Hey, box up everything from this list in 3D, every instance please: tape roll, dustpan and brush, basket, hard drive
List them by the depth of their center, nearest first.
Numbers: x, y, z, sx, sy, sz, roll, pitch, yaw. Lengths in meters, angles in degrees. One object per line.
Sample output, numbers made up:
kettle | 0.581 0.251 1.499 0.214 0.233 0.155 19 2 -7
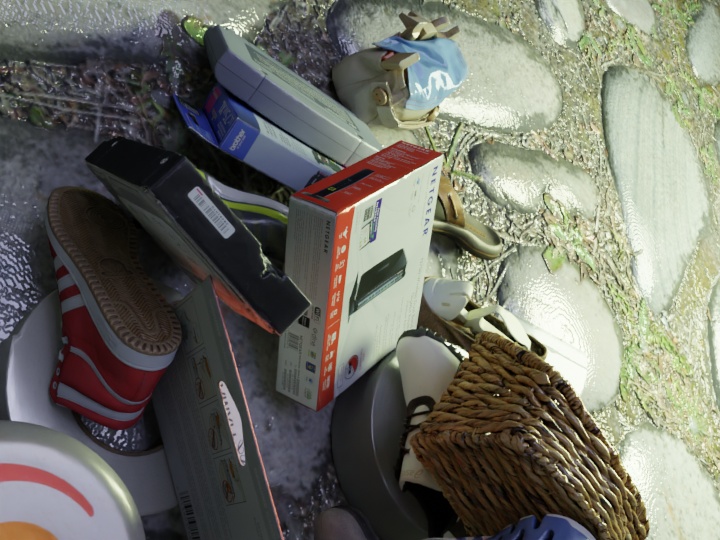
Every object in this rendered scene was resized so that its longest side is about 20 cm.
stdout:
hard drive | -0.127 -0.031 0.670 0.038 0.200 0.140 -45 119 -12
tape roll | -0.193 0.100 0.739 0.203 0.037 0.203 18 61 -35
basket | 0.165 0.158 0.765 0.200 0.143 0.149 58 48 -19
tape roll | 0.068 0.174 0.912 0.200 0.066 0.201 18 61 -35
dustpan and brush | 0.188 0.160 1.038 0.139 0.057 0.200 28 48 -15

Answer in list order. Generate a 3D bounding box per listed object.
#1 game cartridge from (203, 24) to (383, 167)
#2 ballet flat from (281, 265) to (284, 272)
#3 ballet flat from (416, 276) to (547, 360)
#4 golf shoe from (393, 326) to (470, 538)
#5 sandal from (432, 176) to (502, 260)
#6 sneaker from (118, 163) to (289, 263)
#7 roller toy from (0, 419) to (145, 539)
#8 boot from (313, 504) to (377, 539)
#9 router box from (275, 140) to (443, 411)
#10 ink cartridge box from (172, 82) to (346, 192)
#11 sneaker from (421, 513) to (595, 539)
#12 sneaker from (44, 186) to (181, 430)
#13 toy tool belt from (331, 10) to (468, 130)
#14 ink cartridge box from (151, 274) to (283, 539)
game cartridge | -0.067 -0.170 0.919 0.200 0.042 0.133 30 21 -27
ballet flat | -0.026 -0.019 0.911 0.065 0.070 0.200 53 46 -15
ballet flat | 0.118 0.053 0.974 0.200 0.072 0.068 34 46 -8
golf shoe | 0.069 0.150 0.825 0.094 0.078 0.200 -16 81 -43
sandal | 0.098 -0.073 1.036 0.200 0.055 0.082 28 31 -30
sneaker | -0.127 -0.032 0.822 0.200 0.074 0.081 23 69 -7
roller toy | -0.238 0.188 0.583 0.200 0.140 0.183 14 75 -26
boot | -0.045 0.273 0.668 0.131 0.070 0.200 8 62 -33
router box | 0.000 0.000 0.835 0.179 0.049 0.200 -34 139 -49
ink cartridge box | -0.082 -0.120 0.886 0.200 0.042 0.119 25 16 -28
sneaker | 0.080 0.261 0.689 0.081 0.199 0.115 53 34 -8
sneaker | -0.206 0.030 0.699 0.071 0.113 0.200 1 40 -38
toy tool belt | 0.070 -0.235 1.053 0.200 0.123 0.125 -32 93 -44
ink cartridge box | -0.099 0.115 0.666 0.043 0.174 0.200 -11 79 -34
